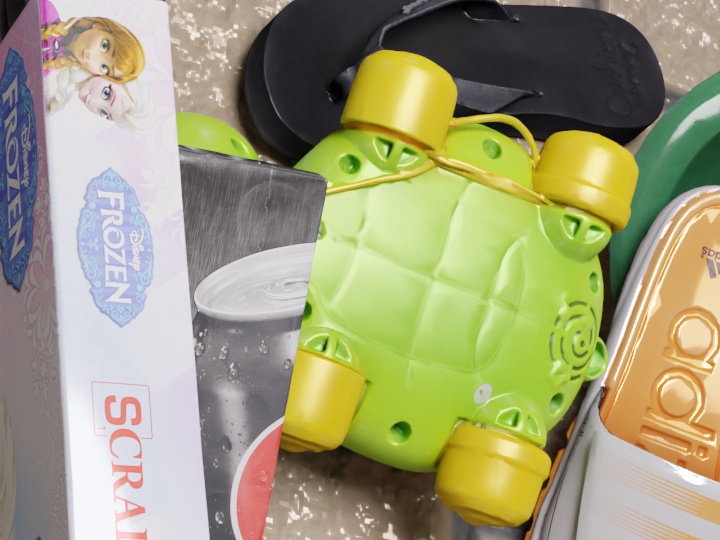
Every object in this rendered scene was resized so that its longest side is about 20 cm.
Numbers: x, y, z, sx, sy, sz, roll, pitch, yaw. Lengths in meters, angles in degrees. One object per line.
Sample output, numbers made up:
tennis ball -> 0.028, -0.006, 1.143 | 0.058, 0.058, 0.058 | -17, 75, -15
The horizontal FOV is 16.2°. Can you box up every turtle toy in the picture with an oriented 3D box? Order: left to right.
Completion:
turtle toy -> 0.000, 0.000, 0.906 | 0.199, 0.101, 0.147 | 22, 80, -16

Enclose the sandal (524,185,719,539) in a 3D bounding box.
sandal -> 0.114, 0.065, 0.928 | 0.079, 0.059, 0.208 | 16, 82, -11

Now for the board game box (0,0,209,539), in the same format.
board game box -> -0.102, 0.054, 0.729 | 0.041, 0.199, 0.202 | 5, 63, -26

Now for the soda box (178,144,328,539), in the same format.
soda box -> -0.068, 0.061, 0.807 | 0.070, 0.063, 0.202 | 10, 90, -25

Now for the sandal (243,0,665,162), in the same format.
sandal -> 0.041, -0.085, 1.011 | 0.199, 0.043, 0.077 | -8, 70, -33

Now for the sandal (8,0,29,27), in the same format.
sandal -> -0.107, -0.167, 0.958 | 0.076, 0.043, 0.202 | -3, 67, -30

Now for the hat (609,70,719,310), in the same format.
hat -> 0.189, 0.001, 1.065 | 0.199, 0.176, 0.167 | 23, 89, -3
